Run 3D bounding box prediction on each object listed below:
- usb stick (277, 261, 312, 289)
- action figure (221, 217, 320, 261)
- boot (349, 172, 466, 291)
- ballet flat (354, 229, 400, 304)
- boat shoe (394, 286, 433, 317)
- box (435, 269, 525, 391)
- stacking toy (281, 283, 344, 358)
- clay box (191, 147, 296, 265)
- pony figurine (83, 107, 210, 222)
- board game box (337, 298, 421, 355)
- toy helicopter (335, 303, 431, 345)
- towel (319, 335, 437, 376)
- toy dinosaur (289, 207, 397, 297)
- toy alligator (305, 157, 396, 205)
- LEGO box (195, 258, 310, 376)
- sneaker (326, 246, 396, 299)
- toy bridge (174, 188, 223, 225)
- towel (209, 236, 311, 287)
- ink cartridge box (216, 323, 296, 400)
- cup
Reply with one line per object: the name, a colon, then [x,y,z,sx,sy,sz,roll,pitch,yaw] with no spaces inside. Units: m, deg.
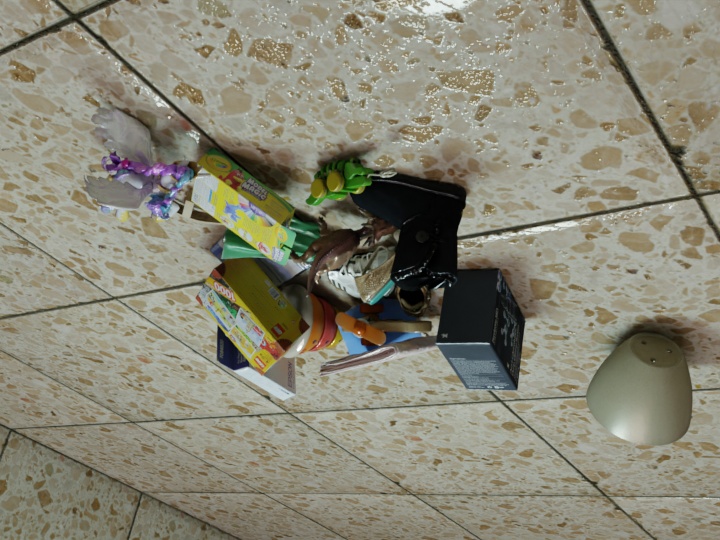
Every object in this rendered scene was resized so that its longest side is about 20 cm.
usb stick: [-0.134,-0.008,1.800,0.055,0.033,0.199,26,149,-22]
action figure: [-0.140,-0.061,1.657,0.196,0.121,0.055,11,177,-15]
boot: [0.064,-0.059,1.476,0.196,0.171,0.077,8,153,10]
ballet flat: [0.064,-0.028,1.595,0.066,0.200,0.070,50,-169,11]
boat shoe: [0.094,0.040,1.745,0.074,0.075,0.201,8,152,10]
box: [0.225,0.113,1.742,0.105,0.151,0.200,-2,149,25]
stacking toy: [-0.075,0.112,1.931,0.197,0.149,0.145,10,158,-36]
clay box: [-0.185,-0.102,1.556,0.199,0.048,0.115,35,149,4]
pony figurine: [-0.359,-0.148,1.521,0.190,0.170,0.199,15,155,-27]
board game box: [0.039,0.111,1.927,0.155,0.039,0.201,-15,138,5]
toy helicopter: [0.043,0.101,1.743,0.198,0.081,0.131,-2,177,42]
towel: [0.043,0.162,1.828,0.189,0.033,0.199,-17,174,31]
toy dinosaur: [-0.032,-0.044,1.571,0.134,0.200,0.087,-18,111,42]
toy alligator: [-0.019,-0.150,1.468,0.059,0.055,0.198,0,167,-44]
LEGO box: [-0.206,0.079,1.782,0.201,0.077,0.149,49,147,3]
sneaker: [0.000,0.001,1.712,0.113,0.077,0.201,18,154,-13]
toy bridge: [-0.305,-0.117,1.680,0.197,0.028,0.067,19,152,-9]
towel: [-0.190,-0.025,1.767,0.147,0.024,0.199,42,145,-15]
ink cartridge box: [-0.209,0.138,1.925,0.040,0.202,0.199,-28,137,27]
cup: [0.535,0.204,1.764,0.196,0.202,0.145,10,126,6]
